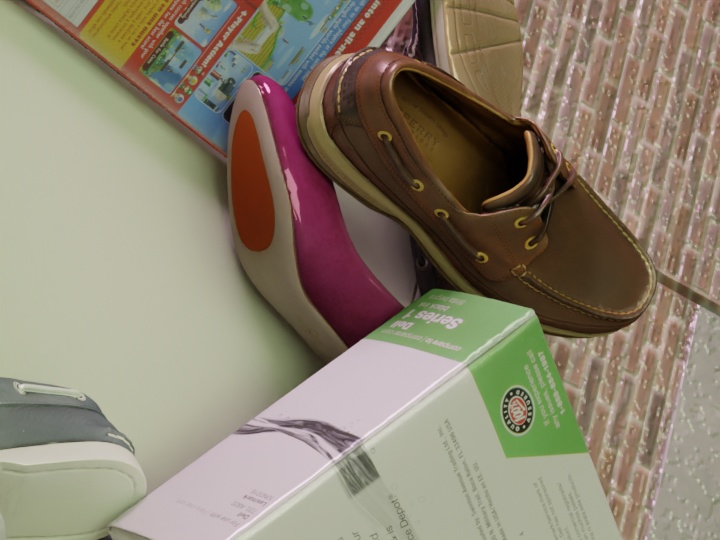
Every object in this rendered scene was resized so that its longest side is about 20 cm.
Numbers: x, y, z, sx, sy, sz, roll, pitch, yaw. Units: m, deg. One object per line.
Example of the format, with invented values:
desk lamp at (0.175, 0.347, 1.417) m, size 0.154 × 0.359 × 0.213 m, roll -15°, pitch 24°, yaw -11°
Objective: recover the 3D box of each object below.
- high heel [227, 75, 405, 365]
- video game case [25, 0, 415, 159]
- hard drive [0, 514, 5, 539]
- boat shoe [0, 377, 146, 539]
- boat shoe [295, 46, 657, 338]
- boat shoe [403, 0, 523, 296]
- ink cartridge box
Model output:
high heel at (0.000, 0.000, 1.364) m, size 0.096 × 0.067 × 0.201 m, roll -17°, pitch 102°, yaw -26°
video game case at (-0.075, -0.153, 1.345) m, size 0.200 × 0.017 × 0.143 m, roll 38°, pitch 90°, yaw -19°
hard drive at (-0.195, 0.198, 1.145) m, size 0.026 × 0.132 × 0.200 m, roll 24°, pitch 60°, yaw 9°
boat shoe at (-0.189, 0.074, 1.232) m, size 0.199 × 0.073 × 0.062 m, roll 6°, pitch 38°, yaw -28°
boat shoe at (0.063, -0.032, 1.333) m, size 0.200 × 0.067 × 0.072 m, roll 35°, pitch 66°, yaw -24°
boat shoe at (0.042, -0.076, 1.415) m, size 0.072 × 0.065 × 0.201 m, roll 0°, pitch 80°, yaw -56°
ink cartridge box at (0.007, 0.123, 1.285) m, size 0.200 × 0.084 × 0.146 m, roll -34°, pitch 117°, yaw -26°
